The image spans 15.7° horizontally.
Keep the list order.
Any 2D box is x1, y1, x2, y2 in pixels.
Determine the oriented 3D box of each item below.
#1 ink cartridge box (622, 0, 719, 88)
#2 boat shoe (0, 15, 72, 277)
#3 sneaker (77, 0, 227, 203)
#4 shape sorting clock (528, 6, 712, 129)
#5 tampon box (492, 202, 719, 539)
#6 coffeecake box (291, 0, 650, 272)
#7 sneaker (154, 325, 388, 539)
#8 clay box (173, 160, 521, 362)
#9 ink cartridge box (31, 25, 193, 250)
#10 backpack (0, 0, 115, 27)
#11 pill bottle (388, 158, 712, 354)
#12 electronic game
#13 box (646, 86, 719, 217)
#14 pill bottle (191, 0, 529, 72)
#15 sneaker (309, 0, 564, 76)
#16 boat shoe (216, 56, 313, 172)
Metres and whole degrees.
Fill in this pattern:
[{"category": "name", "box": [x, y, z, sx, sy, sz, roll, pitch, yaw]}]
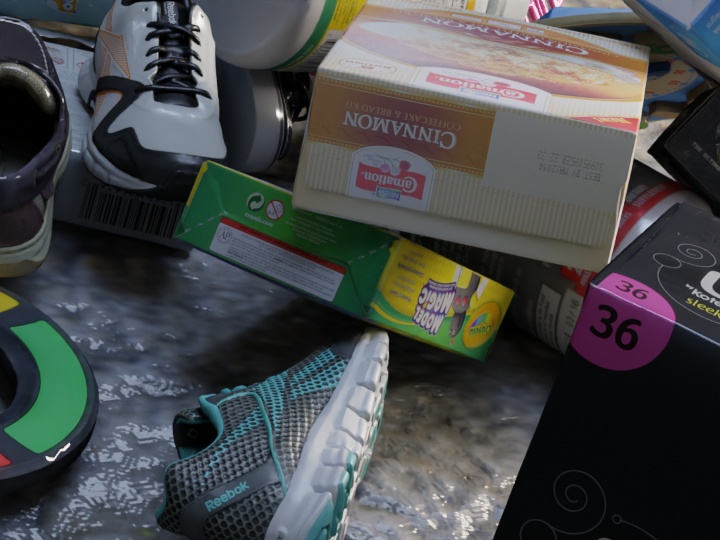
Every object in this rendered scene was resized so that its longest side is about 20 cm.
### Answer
[{"category": "ink cartridge box", "box": [0.231, -0.112, 1.407, 0.200, 0.067, 0.116, 39, 3, -31]}, {"category": "boat shoe", "box": [-0.179, -0.077, 1.327, 0.072, 0.065, 0.200, 10, 36, -10]}, {"category": "sneaker", "box": [-0.110, -0.100, 1.391, 0.074, 0.080, 0.200, 10, 25, -21]}, {"category": "shape sorting clock", "box": [0.145, -0.114, 1.534, 0.200, 0.039, 0.200, -5, -12, -1]}, {"category": "tampon box", "box": [0.152, 0.101, 1.131, 0.150, 0.200, 0.126, 25, 27, 15]}, {"category": "coffeecake box", "box": [0.060, -0.073, 1.296, 0.153, 0.073, 0.200, 12, 18, 4]}, {"category": "sneaker", "box": [-0.040, 0.073, 1.212, 0.091, 0.078, 0.200, 14, 23, 5]}, {"category": "clay box", "box": [0.000, 0.000, 1.332, 0.115, 0.048, 0.200, 22, -1, 24]}, {"category": "ink cartridge box", "box": [-0.170, -0.085, 1.476, 0.160, 0.047, 0.200, 12, 21, -11]}, {"category": "backpack", "box": [-0.161, -0.215, 1.576, 0.200, 0.167, 0.127, 8, 33, 1]}, {"category": "pill bottle", "box": [0.087, -0.036, 1.456, 0.200, 0.114, 0.114, 32, 29, 26]}, {"category": "electronic game", "box": [-0.217, 0.043, 1.188, 0.200, 0.042, 0.200, 15, 26, -7]}, {"category": "box", "box": [0.248, -0.016, 1.451, 0.200, 0.051, 0.158, 45, 2, 2]}, {"category": "pill bottle", "box": [0.004, -0.170, 1.524, 0.200, 0.113, 0.113, -1, 31, -44]}, {"category": "sneaker", "box": [0.036, -0.177, 1.668, 0.200, 0.081, 0.088, -15, 14, -18]}, {"category": "boat shoe", "box": [-0.061, -0.113, 1.575, 0.066, 0.070, 0.200, 7, 20, -19]}]
